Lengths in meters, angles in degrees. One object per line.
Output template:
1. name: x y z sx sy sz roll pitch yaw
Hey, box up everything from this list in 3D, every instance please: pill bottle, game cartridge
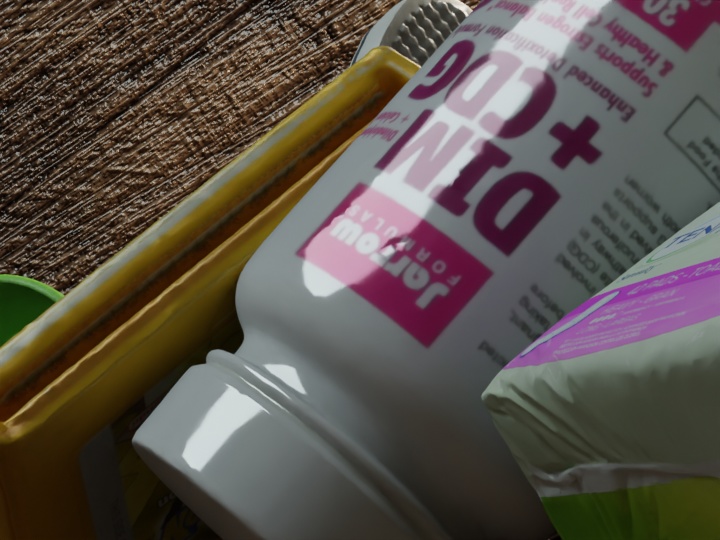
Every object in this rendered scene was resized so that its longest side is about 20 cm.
1. pill bottle: 0.038 0.004 0.634 0.200 0.113 0.113 -49 9 -11
2. game cartridge: -0.042 0.047 0.726 0.176 0.032 0.200 -41 -28 -24

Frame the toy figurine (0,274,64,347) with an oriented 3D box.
1. toy figurine: -0.123 0.076 1.204 0.184 0.150 0.200 -18 -33 -52

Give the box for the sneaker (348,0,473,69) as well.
1. sneaker: 0.005 -0.020 0.958 0.079 0.078 0.200 -27 45 51

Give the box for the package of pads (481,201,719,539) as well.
1. package of pads: 0.132 -0.001 0.502 0.154 0.068 0.200 -36 6 -22
